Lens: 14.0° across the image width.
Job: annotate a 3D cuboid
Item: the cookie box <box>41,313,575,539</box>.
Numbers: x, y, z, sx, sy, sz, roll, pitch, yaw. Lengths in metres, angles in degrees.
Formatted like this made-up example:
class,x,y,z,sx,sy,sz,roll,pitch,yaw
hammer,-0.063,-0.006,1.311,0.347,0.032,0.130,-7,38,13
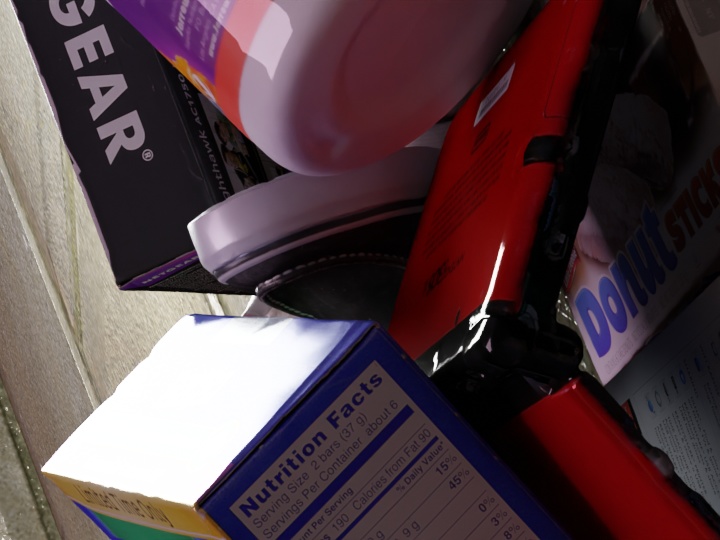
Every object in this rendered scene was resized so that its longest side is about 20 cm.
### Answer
class,x,y,z,sx,sy,sz,roll,pitch,yaw
cookie box,0.016,0.107,0.858,0.200,0.075,0.171,48,166,-13

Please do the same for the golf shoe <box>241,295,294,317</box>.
class,x,y,z,sx,sy,sz,roll,pitch,yaw
golf shoe,-0.009,-0.020,1.230,0.092,0.075,0.200,-29,-49,-61

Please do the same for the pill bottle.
class,x,y,z,sx,sy,sz,roll,pitch,yaw
pill bottle,-0.048,-0.129,0.865,0.200,0.111,0.111,44,156,24

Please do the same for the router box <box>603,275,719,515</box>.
class,x,y,z,sx,sy,sz,roll,pitch,yaw
router box,0.141,0.100,0.816,0.180,0.049,0.200,122,129,-73

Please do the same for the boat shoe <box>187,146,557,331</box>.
class,x,y,z,sx,sy,sz,roll,pitch,yaw
boat shoe,0.019,0.004,0.984,0.200,0.072,0.071,2,-111,-57

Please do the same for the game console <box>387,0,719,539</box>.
class,x,y,z,sx,sy,sz,roll,pitch,yaw
game console,0.076,0.025,0.839,0.200,0.119,0.173,133,154,-75

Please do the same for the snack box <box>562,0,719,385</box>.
class,x,y,z,sx,sy,sz,roll,pitch,yaw
snack box,0.093,-0.025,0.903,0.200,0.024,0.072,115,134,-71

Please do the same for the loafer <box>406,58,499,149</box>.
class,x,y,z,sx,sy,sz,roll,pitch,yaw
loafer,0.000,-0.109,1.071,0.200,0.072,0.063,-129,24,-54

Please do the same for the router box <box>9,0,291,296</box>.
class,x,y,z,sx,sy,sz,roll,pitch,yaw
router box,-0.080,-0.091,1.118,0.200,0.051,0.149,69,-164,9
